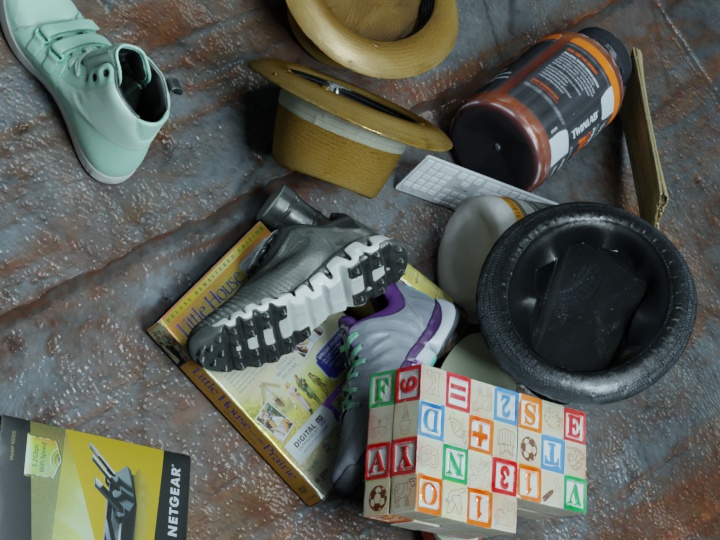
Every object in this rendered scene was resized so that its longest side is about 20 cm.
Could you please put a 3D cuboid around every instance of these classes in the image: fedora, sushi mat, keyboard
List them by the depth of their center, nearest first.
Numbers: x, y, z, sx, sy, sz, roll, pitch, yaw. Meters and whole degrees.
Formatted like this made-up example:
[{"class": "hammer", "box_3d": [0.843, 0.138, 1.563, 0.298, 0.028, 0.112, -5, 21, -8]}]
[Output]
[{"class": "fedora", "box_3d": [0.184, 0.042, 1.641, 0.200, 0.092, 0.201, 4, 57, -6]}, {"class": "fedora", "box_3d": [-0.020, -0.115, 1.662, 0.200, 0.201, 0.082, 19, 100, -26]}, {"class": "fedora", "box_3d": [-0.005, -0.246, 1.779, 0.200, 0.082, 0.201, 16, 58, -28]}, {"class": "keyboard", "box_3d": [0.130, -0.061, 1.796, 0.200, 0.056, 0.011, 18, 57, -26]}, {"class": "sushi mat", "box_3d": [0.272, -0.112, 1.872, 0.012, 0.096, 0.200, 0, 50, -4]}]

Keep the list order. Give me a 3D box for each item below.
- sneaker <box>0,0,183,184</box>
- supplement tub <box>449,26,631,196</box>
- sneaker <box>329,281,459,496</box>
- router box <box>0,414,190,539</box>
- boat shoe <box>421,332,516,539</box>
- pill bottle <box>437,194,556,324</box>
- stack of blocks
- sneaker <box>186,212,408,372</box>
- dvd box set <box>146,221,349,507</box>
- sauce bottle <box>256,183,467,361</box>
[{"class": "sneaker", "box_3d": [-0.217, -0.182, 1.582, 0.074, 0.118, 0.201, -25, 82, -38]}, {"class": "supplement tub", "box_3d": [0.179, -0.158, 1.844, 0.107, 0.107, 0.200, 51, 51, -2]}, {"class": "sneaker", "box_3d": [0.003, 0.091, 1.594, 0.087, 0.074, 0.200, 31, 55, -2]}, {"class": "router box", "box_3d": [-0.209, 0.220, 1.431, 0.157, 0.052, 0.200, 15, 60, -27]}, {"class": "boat shoe", "box_3d": [0.088, 0.150, 1.651, 0.071, 0.063, 0.200, 9, 63, 1]}, {"class": "pill bottle", "box_3d": [0.179, -0.001, 1.761, 0.200, 0.116, 0.117, 7, 64, -31]}, {"class": "stack of blocks", "box_3d": [0.095, 0.154, 1.555, 0.200, 0.059, 0.115, 18, 68, -41]}, {"class": "sneaker", "box_3d": [-0.064, 0.013, 1.584, 0.200, 0.067, 0.090, -29, 49, -21]}, {"class": "dvd box set", "box_3d": [-0.064, 0.076, 1.613, 0.200, 0.029, 0.146, 47, 51, -7]}, {"class": "sauce bottle", "box_3d": [0.000, 0.000, 1.673, 0.200, 0.065, 0.065, 40, 52, -12]}]
